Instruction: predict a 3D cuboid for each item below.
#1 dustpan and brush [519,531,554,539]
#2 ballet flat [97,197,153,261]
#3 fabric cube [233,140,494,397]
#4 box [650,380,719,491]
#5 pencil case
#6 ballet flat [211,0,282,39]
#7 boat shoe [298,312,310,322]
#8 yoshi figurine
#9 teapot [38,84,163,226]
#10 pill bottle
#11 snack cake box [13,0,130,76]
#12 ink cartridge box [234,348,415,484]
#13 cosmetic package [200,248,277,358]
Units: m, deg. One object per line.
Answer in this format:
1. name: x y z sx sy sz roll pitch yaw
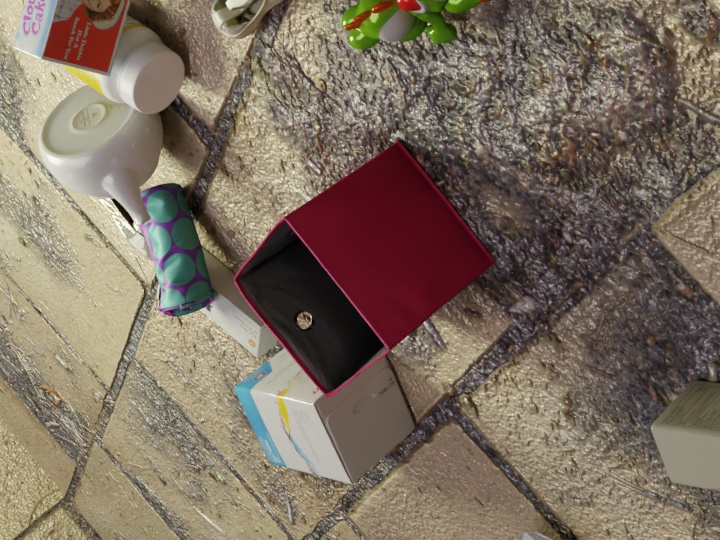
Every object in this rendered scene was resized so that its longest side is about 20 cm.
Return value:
1. dustpan and brush: 0.306 0.435 1.627 0.200 0.057 0.140 43 157 26
2. ballet flat: -0.374 -0.095 1.948 0.200 0.067 0.062 46 137 9
3. fabric cube: 0.000 0.000 1.452 0.196 0.199 0.200 50 147 2
4. box: 0.410 0.176 1.209 0.200 0.095 0.078 3 124 51
5. pencil case: -0.294 -0.031 1.836 0.085 0.092 0.201 154 100 -69
6. ballet flat: -0.146 -0.328 1.446 0.070 0.069 0.200 56 147 -5
7. boat shoe: -0.062 0.038 1.682 0.072 0.068 0.200 53 148 -3
8. yoshi figurine: 0.070 -0.288 1.218 0.112 0.113 0.200 26 148 -38
9. teapot: -0.373 -0.181 1.775 0.197 0.200 0.146 8 146 29
10. pill bottle: -0.350 -0.307 1.671 0.200 0.114 0.115 35 143 26
11. snack cake box: -0.363 -0.367 1.547 0.067 0.115 0.201 25 101 36
12. ink cartridge box: -0.053 0.202 1.753 0.200 0.147 0.146 3 122 50
13. cosmetic package: -0.216 0.047 1.897 0.200 0.051 0.083 37 145 22
